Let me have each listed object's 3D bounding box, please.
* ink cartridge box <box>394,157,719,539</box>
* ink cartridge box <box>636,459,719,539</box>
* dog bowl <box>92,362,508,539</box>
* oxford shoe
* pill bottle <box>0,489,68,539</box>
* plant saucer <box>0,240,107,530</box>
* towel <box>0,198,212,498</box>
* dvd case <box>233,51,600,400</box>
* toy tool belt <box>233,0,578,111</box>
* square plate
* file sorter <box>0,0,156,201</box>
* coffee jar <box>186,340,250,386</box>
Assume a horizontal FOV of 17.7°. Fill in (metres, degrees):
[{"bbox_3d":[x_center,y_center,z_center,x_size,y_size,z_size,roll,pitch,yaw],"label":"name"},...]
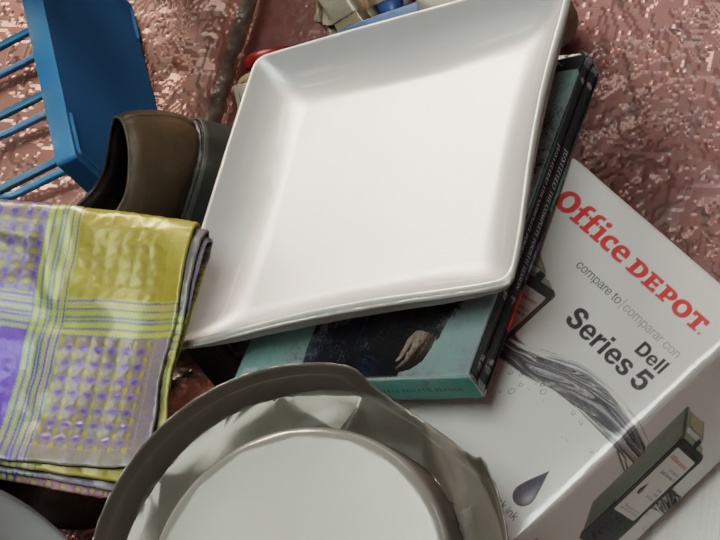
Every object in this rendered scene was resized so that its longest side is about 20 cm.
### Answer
[{"bbox_3d":[0.086,0.066,1.128,0.200,0.084,0.145,-43,52,-4],"label":"ink cartridge box"},{"bbox_3d":[0.177,0.148,1.118,0.199,0.048,0.146,-2,63,28],"label":"ink cartridge box"},{"bbox_3d":[-0.022,0.145,1.038,0.199,0.059,0.201,-7,66,16],"label":"dog bowl"},{"bbox_3d":[-0.138,0.008,1.243,0.073,0.084,0.201,29,104,63],"label":"oxford shoe"},{"bbox_3d":[-0.225,0.208,1.135,0.200,0.106,0.106,-48,55,13],"label":"pill bottle"},{"bbox_3d":[-0.205,0.060,1.240,0.037,0.201,0.200,-33,50,-32],"label":"plant saucer"},{"bbox_3d":[-0.177,0.030,1.145,0.199,0.023,0.144,9,73,15],"label":"towel"},{"bbox_3d":[0.028,-0.021,1.154,0.145,0.022,0.201,-3,50,37],"label":"dvd case"},{"bbox_3d":[0.016,-0.162,1.295,0.199,0.125,0.124,-14,87,13],"label":"toy tool belt"},{"bbox_3d":[0.010,-0.049,1.155,0.197,0.028,0.201,-12,46,31],"label":"square plate"},{"bbox_3d":[-0.199,-0.090,1.351,0.122,0.139,0.201,-24,57,13],"label":"file sorter"},{"bbox_3d":[0.000,0.000,1.246,0.200,0.085,0.104,-44,47,-4],"label":"coffee jar"}]
